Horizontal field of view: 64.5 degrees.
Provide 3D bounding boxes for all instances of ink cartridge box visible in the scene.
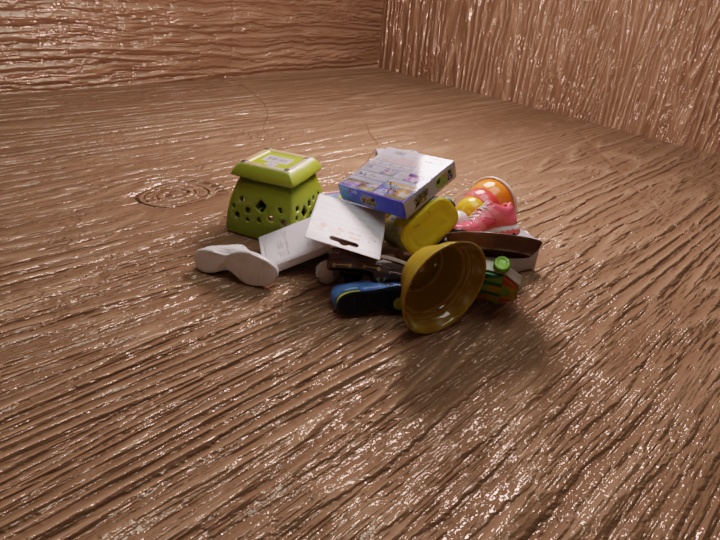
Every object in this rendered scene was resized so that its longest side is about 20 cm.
[{"bbox_3d":[-0.031,-0.081,1.199,0.158,0.048,0.201,17,33,-4],"label":"ink cartridge box"}]

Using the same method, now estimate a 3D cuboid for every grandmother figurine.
[{"bbox_3d":[0.000,0.000,1.252,0.198,0.061,0.122,-3,44,-12],"label":"grandmother figurine"}]

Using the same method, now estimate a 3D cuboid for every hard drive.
[{"bbox_3d":[-0.129,-0.069,1.292,0.198,0.027,0.132,-21,39,0],"label":"hard drive"}]

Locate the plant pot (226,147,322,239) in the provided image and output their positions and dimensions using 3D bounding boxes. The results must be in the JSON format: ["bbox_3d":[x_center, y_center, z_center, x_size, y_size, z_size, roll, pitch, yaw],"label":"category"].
[{"bbox_3d":[-0.209,-0.195,1.438,0.198,0.183,0.199,14,30,17],"label":"plant pot"}]

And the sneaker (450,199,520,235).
[{"bbox_3d":[0.274,-0.115,1.296,0.198,0.088,0.074,-8,4,-29],"label":"sneaker"}]

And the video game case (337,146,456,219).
[{"bbox_3d":[0.081,-0.200,1.271,0.199,0.046,0.181,23,51,40],"label":"video game case"}]

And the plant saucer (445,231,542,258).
[{"bbox_3d":[0.274,-0.050,1.186,0.198,0.035,0.200,5,-3,0],"label":"plant saucer"}]

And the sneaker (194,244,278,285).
[{"bbox_3d":[-0.255,-0.025,1.235,0.198,0.076,0.088,14,25,18],"label":"sneaker"}]

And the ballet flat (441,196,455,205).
[{"bbox_3d":[0.194,-0.156,1.547,0.072,0.068,0.200,-46,13,-7],"label":"ballet flat"}]

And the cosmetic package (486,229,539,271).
[{"bbox_3d":[0.321,-0.047,1.374,0.198,0.082,0.113,-8,31,-26],"label":"cosmetic package"}]

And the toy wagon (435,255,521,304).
[{"bbox_3d":[0.230,0.013,1.185,0.198,0.156,0.040,13,64,15],"label":"toy wagon"}]

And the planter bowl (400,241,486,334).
[{"bbox_3d":[0.139,0.015,1.091,0.199,0.202,0.083,-12,37,-30],"label":"planter bowl"}]

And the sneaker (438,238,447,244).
[{"bbox_3d":[0.206,-0.098,1.465,0.103,0.061,0.200,17,33,11],"label":"sneaker"}]

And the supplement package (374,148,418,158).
[{"bbox_3d":[0.092,-0.201,1.485,0.116,0.202,0.117,2,28,-7],"label":"supplement package"}]

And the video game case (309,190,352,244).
[{"bbox_3d":[-0.058,-0.128,1.367,0.142,0.018,0.201,-5,41,22],"label":"video game case"}]

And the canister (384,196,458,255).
[{"bbox_3d":[0.128,-0.110,1.303,0.148,0.087,0.200,-42,16,-1],"label":"canister"}]

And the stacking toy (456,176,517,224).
[{"bbox_3d":[0.282,-0.142,1.421,0.199,0.147,0.146,-25,40,-37],"label":"stacking toy"}]

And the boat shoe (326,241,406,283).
[{"bbox_3d":[0.028,-0.006,1.193,0.198,0.060,0.072,16,-11,-7],"label":"boat shoe"}]

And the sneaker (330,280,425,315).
[{"bbox_3d":[0.037,0.046,1.165,0.198,0.067,0.079,-2,25,-14],"label":"sneaker"}]
